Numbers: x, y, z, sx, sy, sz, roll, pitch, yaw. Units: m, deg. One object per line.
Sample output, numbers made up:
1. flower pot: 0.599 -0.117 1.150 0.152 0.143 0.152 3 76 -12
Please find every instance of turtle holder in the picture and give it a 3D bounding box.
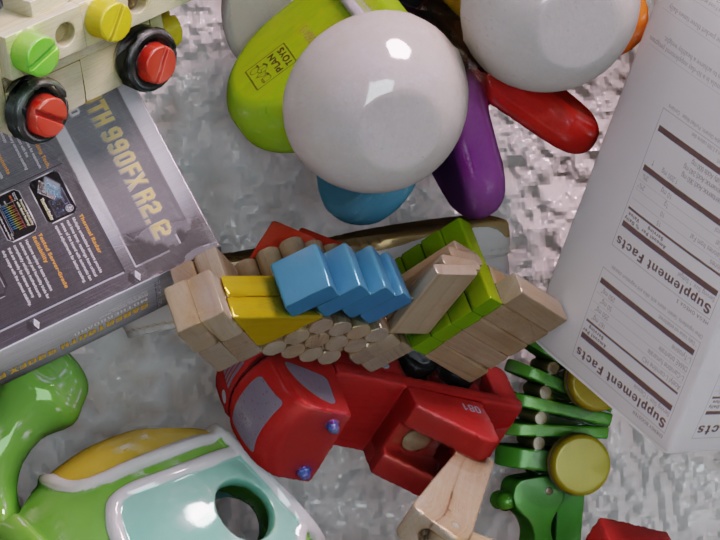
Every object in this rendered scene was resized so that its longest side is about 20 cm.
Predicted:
1. turtle holder: -0.101 0.131 1.211 0.132 0.141 0.185 -43 63 -8

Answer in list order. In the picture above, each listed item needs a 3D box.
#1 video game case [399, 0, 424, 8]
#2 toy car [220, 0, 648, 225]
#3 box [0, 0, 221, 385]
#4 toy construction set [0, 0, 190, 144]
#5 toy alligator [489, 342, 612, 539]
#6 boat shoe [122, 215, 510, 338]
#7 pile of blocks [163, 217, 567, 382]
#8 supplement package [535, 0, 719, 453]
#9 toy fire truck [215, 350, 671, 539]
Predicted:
1. video game case: 0.047 -0.225 1.280 0.180 0.025 0.201 19 89 -13
2. toy car: 0.041 -0.096 1.197 0.200 0.175 0.150 -30 124 -3
3. box: -0.177 -0.054 1.189 0.158 0.048 0.200 -26 76 -12
4. toy construction set: -0.133 -0.134 1.123 0.200 0.092 0.131 -20 121 -23
5. toy alligator: 0.088 0.098 1.281 0.054 0.059 0.201 12 89 -13
6. boat shoe: -0.020 0.020 1.249 0.199 0.071 0.070 -8 95 -12
7. pile of blocks: 0.000 0.000 1.167 0.200 0.082 0.062 4 52 -36
8. supplement package: 0.178 -0.029 1.188 0.114 0.110 0.200 2 118 -38
9. toy fire truck: 0.039 0.097 1.200 0.200 0.141 0.049 13 124 -31
